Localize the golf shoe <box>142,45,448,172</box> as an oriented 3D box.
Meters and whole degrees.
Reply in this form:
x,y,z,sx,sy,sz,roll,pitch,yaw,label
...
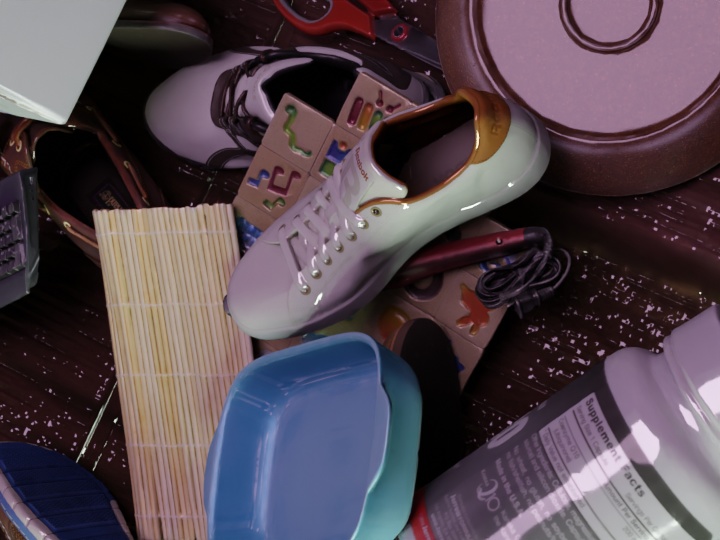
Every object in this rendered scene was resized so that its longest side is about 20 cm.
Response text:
x,y,z,sx,sy,sz,roll,pitch,yaw,label
-0.052,-0.102,1.462,0.200,0.094,0.078,0,77,30,golf shoe

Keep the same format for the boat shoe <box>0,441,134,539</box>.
x,y,z,sx,sy,sz,roll,pitch,yaw,label
-0.167,0.177,1.460,0.200,0.072,0.072,46,121,38,boat shoe

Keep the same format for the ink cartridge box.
x,y,z,sx,sy,sz,roll,pitch,yaw,label
-0.233,-0.182,1.467,0.200,0.145,0.145,17,80,62,ink cartridge box

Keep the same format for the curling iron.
x,y,z,sx,sy,sz,roll,pitch,yaw,label
0.016,0.006,1.371,0.200,0.026,0.050,-5,48,22,curling iron

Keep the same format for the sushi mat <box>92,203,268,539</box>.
x,y,z,sx,sy,sz,roll,pitch,yaw,label
-0.100,0.061,1.447,0.096,0.012,0.200,-4,98,27,sushi mat

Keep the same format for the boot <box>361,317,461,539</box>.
x,y,z,sx,sy,sz,roll,pitch,yaw,label
0.007,0.123,1.378,0.075,0.074,0.200,5,88,40,boot

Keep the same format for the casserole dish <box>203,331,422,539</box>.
x,y,z,sx,sy,sz,roll,pitch,yaw,label
-0.023,0.100,1.344,0.200,0.039,0.121,-18,62,59,casserole dish

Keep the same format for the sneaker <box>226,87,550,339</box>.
x,y,z,sx,sy,sz,roll,pitch,yaw,label
-0.003,-0.037,1.335,0.200,0.085,0.073,-35,59,18,sneaker

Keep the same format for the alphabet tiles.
x,y,z,sx,sy,sz,roll,pitch,yaw,label
0.000,0.000,1.404,0.166,0.006,0.200,32,112,13,alphabet tiles

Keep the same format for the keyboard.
x,y,z,sx,sy,sz,roll,pitch,yaw,label
-0.254,-0.024,1.548,0.200,0.021,0.127,-22,65,48,keyboard

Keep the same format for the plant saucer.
x,y,z,sx,sy,sz,roll,pitch,yaw,label
0.136,-0.141,1.371,0.200,0.034,0.200,-1,85,13,plant saucer

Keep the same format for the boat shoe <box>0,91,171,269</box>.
x,y,z,sx,sy,sz,roll,pitch,yaw,label
-0.175,-0.068,1.531,0.070,0.070,0.200,-46,59,-3,boat shoe

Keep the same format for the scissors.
x,y,z,sx,sy,sz,roll,pitch,yaw,label
0.013,-0.135,1.465,0.073,0.014,0.200,-42,52,5,scissors

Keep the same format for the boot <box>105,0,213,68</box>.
x,y,z,sx,sy,sz,roll,pitch,yaw,label
-0.124,-0.227,1.537,0.186,0.064,0.200,12,79,47,boot

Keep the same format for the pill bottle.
x,y,z,sx,sy,sz,roll,pitch,yaw,label
0.128,0.111,1.294,0.200,0.114,0.114,-36,62,15,pill bottle
